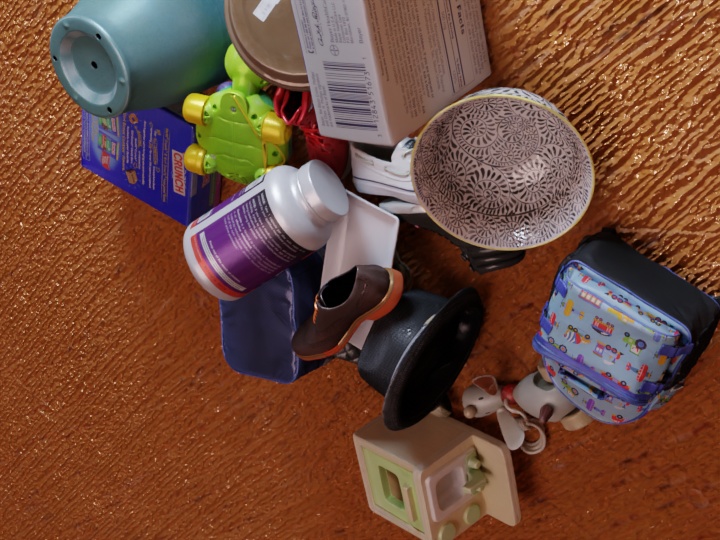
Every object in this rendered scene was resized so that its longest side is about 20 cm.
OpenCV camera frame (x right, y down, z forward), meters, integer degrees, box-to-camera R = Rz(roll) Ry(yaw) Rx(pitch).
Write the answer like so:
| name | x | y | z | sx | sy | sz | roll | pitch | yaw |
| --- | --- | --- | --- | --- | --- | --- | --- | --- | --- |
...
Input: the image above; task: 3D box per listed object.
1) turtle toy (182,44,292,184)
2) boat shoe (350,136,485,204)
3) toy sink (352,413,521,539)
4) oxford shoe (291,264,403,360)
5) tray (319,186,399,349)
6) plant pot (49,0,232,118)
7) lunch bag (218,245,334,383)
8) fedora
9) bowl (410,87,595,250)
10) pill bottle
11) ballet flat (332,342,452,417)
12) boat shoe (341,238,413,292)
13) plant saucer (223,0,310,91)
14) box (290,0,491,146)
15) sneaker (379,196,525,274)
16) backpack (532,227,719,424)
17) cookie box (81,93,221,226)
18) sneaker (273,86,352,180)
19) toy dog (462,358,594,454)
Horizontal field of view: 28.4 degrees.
| name | x | y | z | sx | sy | sz | roll | pitch | yaw |
| --- | --- | --- | --- | --- | --- | --- | --- | --- | --- |
| turtle toy | -0.141 | -0.194 | 1.784 | 0.145 | 0.101 | 0.201 | 15 | 130 | 14 |
| boat shoe | 0.060 | -0.123 | 1.683 | 0.199 | 0.074 | 0.067 | 3 | 122 | 40 |
| toy sink | 0.097 | 0.276 | 1.874 | 0.199 | 0.112 | 0.131 | 21 | 132 | 46 |
| oxford shoe | -0.034 | 0.045 | 1.738 | 0.072 | 0.072 | 0.200 | 21 | 137 | -31 |
| tray | 0.000 | 0.000 | 1.769 | 0.107 | 0.022 | 0.201 | 29 | 125 | 31 |
| plant pot | -0.276 | -0.288 | 1.774 | 0.199 | 0.188 | 0.201 | 22 | 130 | 28 |
| lunch bag | -0.098 | 0.051 | 1.898 | 0.135 | 0.132 | 0.202 | 12 | 114 | 32 |
| fedora | 0.063 | 0.093 | 1.741 | 0.091 | 0.200 | 0.202 | 30 | 134 | 25 |
| bowl | 0.158 | -0.129 | 1.560 | 0.199 | 0.095 | 0.202 | 6 | 129 | 7 |
| pill bottle | -0.113 | -0.052 | 1.739 | 0.199 | 0.112 | 0.113 | -30 | 97 | 26 |
| ballet flat | 0.036 | 0.132 | 1.869 | 0.199 | 0.067 | 0.057 | 36 | 107 | -7 |
| boat shoe | 0.029 | 0.016 | 1.811 | 0.064 | 0.071 | 0.201 | -8 | 112 | 44 |
| plant saucer | -0.065 | -0.305 | 1.618 | 0.198 | 0.029 | 0.202 | 1 | 94 | 15 |
| box | 0.034 | -0.260 | 1.515 | 0.104 | 0.200 | 0.185 | 11 | 125 | 37 |
| sneaker | 0.111 | -0.045 | 1.696 | 0.199 | 0.071 | 0.100 | 3 | 116 | 35 |
| backpack | 0.279 | 0.084 | 1.587 | 0.182 | 0.134 | 0.201 | 35 | 131 | 16 |
| cookie box | -0.284 | -0.180 | 1.940 | 0.199 | 0.075 | 0.172 | 30 | 134 | 22 |
| sneaker | -0.065 | -0.178 | 1.722 | 0.078 | 0.115 | 0.201 | 18 | 129 | 31 |
| toy dog | 0.198 | 0.169 | 1.753 | 0.132 | 0.096 | 0.200 | 48 | 138 | 3 |
